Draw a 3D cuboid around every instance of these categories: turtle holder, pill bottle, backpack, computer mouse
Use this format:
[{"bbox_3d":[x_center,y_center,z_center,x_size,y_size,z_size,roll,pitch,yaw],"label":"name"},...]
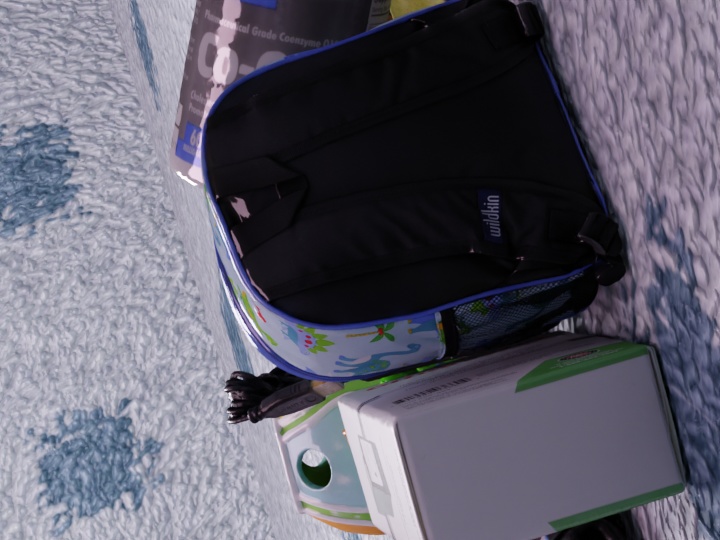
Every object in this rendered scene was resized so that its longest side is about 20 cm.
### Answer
[{"bbox_3d":[0.002,0.110,2.037,0.141,0.131,0.186,-105,0,-59],"label":"turtle holder"},{"bbox_3d":[-0.041,-0.146,1.607,0.114,0.113,0.201,-127,46,-69],"label":"pill bottle"},{"bbox_3d":[0.018,-0.031,1.498,0.147,0.199,0.184,95,157,-67],"label":"backpack"},{"bbox_3d":[0.013,0.039,1.589,0.140,0.199,0.046,-24,-82,-69],"label":"computer mouse"}]

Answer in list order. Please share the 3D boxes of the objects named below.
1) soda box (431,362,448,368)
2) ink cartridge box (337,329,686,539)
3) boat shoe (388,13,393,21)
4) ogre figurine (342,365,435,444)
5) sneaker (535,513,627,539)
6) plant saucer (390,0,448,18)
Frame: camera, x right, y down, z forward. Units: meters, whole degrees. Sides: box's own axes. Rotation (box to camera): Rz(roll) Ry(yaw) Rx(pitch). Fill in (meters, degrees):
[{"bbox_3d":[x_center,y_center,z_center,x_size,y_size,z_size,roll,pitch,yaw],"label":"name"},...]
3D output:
[{"bbox_3d":[0.071,0.161,1.673,0.068,0.064,0.201,6,117,56],"label":"soda box"},{"bbox_3d":[0.079,0.093,1.508,0.200,0.145,0.084,-172,66,-82],"label":"ink cartridge box"},{"bbox_3d":[0.010,-0.129,1.795,0.070,0.070,0.200,55,-165,-18],"label":"boat shoe"},{"bbox_3d":[0.053,0.109,1.910,0.200,0.098,0.120,61,157,-16],"label":"ogre figurine"},{"bbox_3d":[0.137,0.231,1.605,0.112,0.073,0.201,-151,48,-81],"label":"sneaker"},{"bbox_3d":[0.036,-0.205,1.654,0.200,0.031,0.201,164,90,-82],"label":"plant saucer"}]
